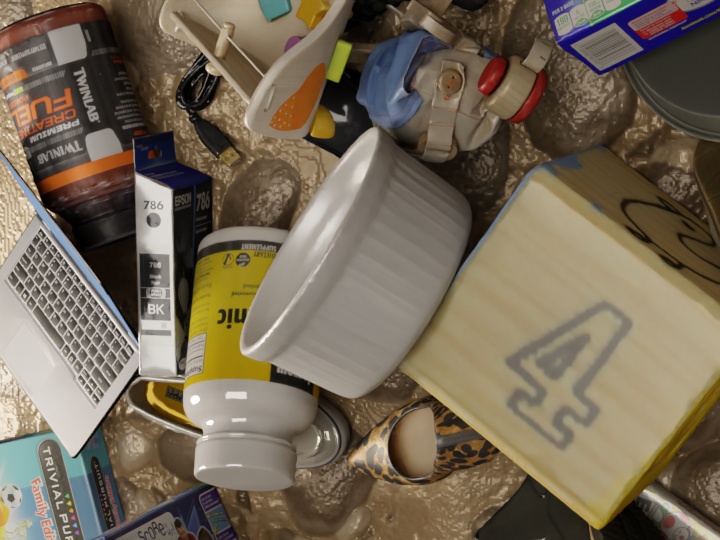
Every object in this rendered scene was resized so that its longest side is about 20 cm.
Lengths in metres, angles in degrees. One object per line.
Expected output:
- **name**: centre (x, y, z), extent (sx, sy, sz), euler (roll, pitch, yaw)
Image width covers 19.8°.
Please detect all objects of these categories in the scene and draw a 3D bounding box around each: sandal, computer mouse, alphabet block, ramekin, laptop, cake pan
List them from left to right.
- **laptop**: centre (-0.278, 0.027, 1.761), extent (0.187, 0.116, 0.200), euler (50, 115, 29)
- **computer mouse**: centre (-0.068, -0.132, 1.719), extent (0.200, 0.046, 0.140), euler (41, 109, 12)
- **ramekin**: centre (0.000, 0.000, 1.567), extent (0.098, 0.200, 0.201), euler (31, 110, -11)
- **alphabet block**: centre (0.182, 0.045, 1.566), extent (0.200, 0.195, 0.196), euler (38, 111, 12)
- **cake pan**: centre (0.282, -0.197, 1.547), extent (0.200, 0.037, 0.200), euler (-4, 81, 26)
- **sandal**: centre (0.296, -0.042, 1.535), extent (0.080, 0.054, 0.200), euler (-13, 49, 10)

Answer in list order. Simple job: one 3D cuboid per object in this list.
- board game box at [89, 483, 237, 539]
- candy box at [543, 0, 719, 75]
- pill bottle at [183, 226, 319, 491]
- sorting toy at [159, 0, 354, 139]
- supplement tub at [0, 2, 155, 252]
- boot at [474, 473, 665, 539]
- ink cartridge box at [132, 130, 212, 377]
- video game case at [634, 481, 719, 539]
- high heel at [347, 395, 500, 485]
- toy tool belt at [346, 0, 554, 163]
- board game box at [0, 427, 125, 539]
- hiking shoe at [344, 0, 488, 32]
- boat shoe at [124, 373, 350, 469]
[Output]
- **board game box**: centre (-0.154, 0.264, 1.727), extent (0.034, 0.200, 0.135), euler (-24, 88, 23)
- **candy box**: centre (0.208, -0.273, 1.531), extent (0.169, 0.077, 0.200), euler (-26, 59, 24)
- **pill bottle**: centre (-0.087, 0.074, 1.682), extent (0.111, 0.111, 0.200), euler (-4, 70, 22)
- **sorting toy**: centre (-0.047, -0.214, 1.600), extent (0.180, 0.107, 0.200), euler (-62, 36, 17)
- **supplement tub**: centre (-0.237, -0.120, 1.757), extent (0.107, 0.107, 0.200), euler (-20, 90, 23)
- **boot**: centre (0.167, 0.235, 1.627), extent (0.077, 0.200, 0.138), euler (25, 118, -28)
- **ink cartridge box**: centre (-0.157, -0.016, 1.742), extent (0.039, 0.099, 0.200), euler (1, 99, 16)
- **video game case**: centre (0.241, 0.291, 1.667), extent (0.182, 0.023, 0.200), euler (35, 108, 14)
- **high heel**: centre (0.040, 0.138, 1.653), extent (0.200, 0.143, 0.071), euler (-16, 83, 35)
- **toy tool belt**: centre (0.053, -0.151, 1.577), extent (0.123, 0.200, 0.125), euler (29, 81, -14)
- **board game box**: centre (-0.313, 0.228, 1.869), extent (0.200, 0.047, 0.151), euler (-14, 92, 23)
- **hiking shoe**: centre (0.016, -0.235, 1.665), extent (0.200, 0.076, 0.101), euler (26, 115, 26)
- **boat shoe**: centre (-0.109, 0.125, 1.759), extent (0.200, 0.070, 0.071), euler (19, 104, 19)
